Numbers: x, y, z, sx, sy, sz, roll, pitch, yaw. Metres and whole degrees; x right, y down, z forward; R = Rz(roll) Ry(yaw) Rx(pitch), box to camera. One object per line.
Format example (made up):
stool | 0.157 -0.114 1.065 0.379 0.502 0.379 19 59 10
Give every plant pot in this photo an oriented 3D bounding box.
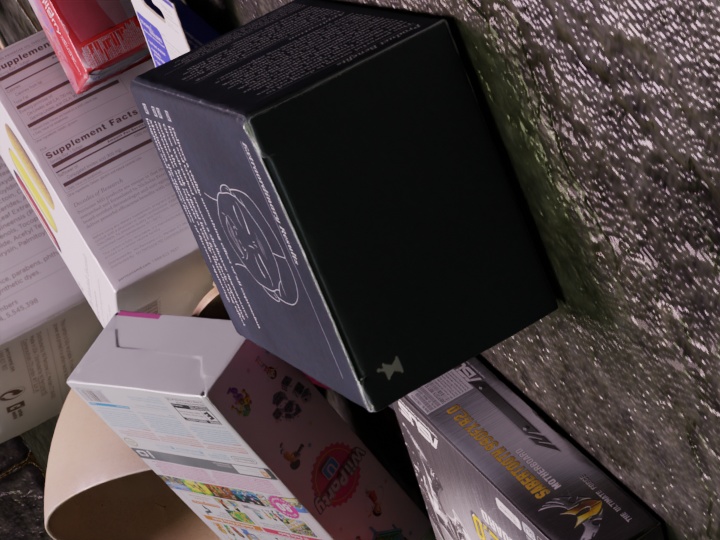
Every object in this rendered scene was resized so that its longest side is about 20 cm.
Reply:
plant pot | -0.140 0.114 1.662 0.201 0.198 0.136 98 164 -65

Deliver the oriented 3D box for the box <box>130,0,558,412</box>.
box | -0.014 -0.039 1.080 0.149 0.106 0.200 67 165 -18

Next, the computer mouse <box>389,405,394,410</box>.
computer mouse | 0.000 0.000 1.245 0.059 0.034 0.201 35 148 62

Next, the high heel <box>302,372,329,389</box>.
high heel | -0.047 -0.015 1.317 0.201 0.067 0.096 54 158 -21

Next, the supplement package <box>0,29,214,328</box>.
supplement package | -0.166 -0.063 1.537 0.201 0.109 0.114 56 164 21

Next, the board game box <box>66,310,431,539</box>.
board game box | -0.069 0.115 1.424 0.147 0.064 0.200 5 142 48

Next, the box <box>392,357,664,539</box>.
box | 0.094 0.148 1.159 0.200 0.048 0.159 43 156 51

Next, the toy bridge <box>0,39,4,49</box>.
toy bridge | -0.355 -0.224 2.047 0.200 0.027 0.067 53 160 32

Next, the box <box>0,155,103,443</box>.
box | -0.241 -0.010 1.709 0.172 0.199 0.199 59 166 18

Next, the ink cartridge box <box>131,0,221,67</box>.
ink cartridge box | -0.090 -0.097 1.372 0.095 0.037 0.201 43 158 53

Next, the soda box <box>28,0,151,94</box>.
soda box | -0.201 -0.221 1.470 0.201 0.063 0.070 63 165 -1

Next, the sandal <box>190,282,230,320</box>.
sandal | -0.078 0.036 1.495 0.212 0.077 0.070 72 178 -59
